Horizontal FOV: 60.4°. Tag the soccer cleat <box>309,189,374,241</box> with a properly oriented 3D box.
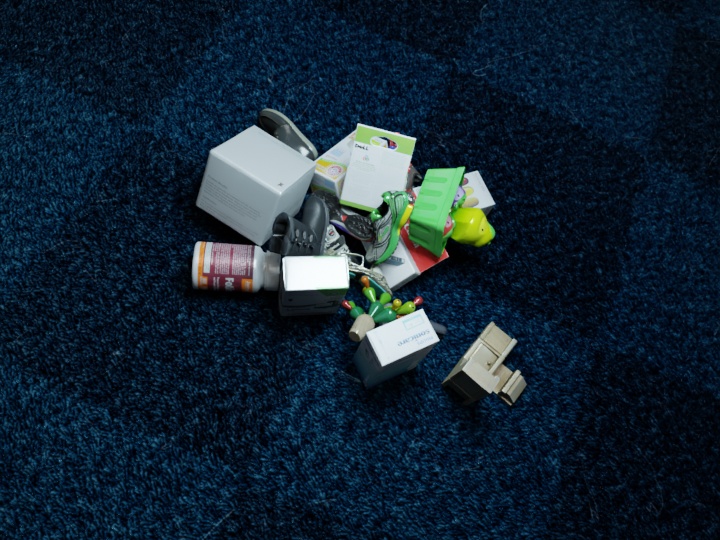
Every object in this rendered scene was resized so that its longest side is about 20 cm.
[{"bbox_3d":[-0.045,-0.133,1.558,0.200,0.073,0.068,33,83,16],"label":"soccer cleat"}]

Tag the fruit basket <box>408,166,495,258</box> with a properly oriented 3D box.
[{"bbox_3d":[0.233,-0.131,1.499,0.215,0.156,0.216,-1,58,2],"label":"fruit basket"}]

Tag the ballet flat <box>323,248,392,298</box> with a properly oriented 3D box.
[{"bbox_3d":[0.000,0.000,1.518,0.199,0.068,0.075,25,65,-7],"label":"ballet flat"}]

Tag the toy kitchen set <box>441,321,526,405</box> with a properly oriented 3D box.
[{"bbox_3d":[0.330,0.230,1.442,0.163,0.181,0.200,40,69,7],"label":"toy kitchen set"}]

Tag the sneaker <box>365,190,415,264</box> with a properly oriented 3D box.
[{"bbox_3d":[0.051,-0.105,1.465,0.085,0.201,0.078,10,28,-23],"label":"sneaker"}]

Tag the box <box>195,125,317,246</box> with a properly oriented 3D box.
[{"bbox_3d":[-0.252,-0.210,1.507,0.199,0.172,0.200,32,39,5],"label":"box"}]

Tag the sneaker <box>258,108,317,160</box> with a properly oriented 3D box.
[{"bbox_3d":[-0.220,-0.346,1.660,0.200,0.075,0.106,41,62,8],"label":"sneaker"}]

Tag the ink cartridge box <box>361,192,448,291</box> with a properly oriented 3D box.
[{"bbox_3d":[0.099,-0.076,1.562,0.176,0.045,0.200,-33,71,20],"label":"ink cartridge box"}]

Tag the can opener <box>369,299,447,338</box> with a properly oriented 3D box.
[{"bbox_3d":[0.117,0.124,1.516,0.199,0.063,0.079,17,63,-2],"label":"can opener"}]

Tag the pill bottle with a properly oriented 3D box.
[{"bbox_3d":[-0.293,-0.005,1.469,0.199,0.114,0.115,4,65,-8],"label":"pill bottle"}]

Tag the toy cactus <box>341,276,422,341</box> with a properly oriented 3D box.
[{"bbox_3d":[0.029,0.094,1.413,0.199,0.103,0.165,8,37,31],"label":"toy cactus"}]

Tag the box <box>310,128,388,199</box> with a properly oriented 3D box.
[{"bbox_3d":[-0.028,-0.267,1.628,0.112,0.102,0.200,32,61,33],"label":"box"}]

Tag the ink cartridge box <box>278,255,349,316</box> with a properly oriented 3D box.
[{"bbox_3d":[-0.113,0.038,1.438,0.145,0.200,0.085,-2,69,-11],"label":"ink cartridge box"}]

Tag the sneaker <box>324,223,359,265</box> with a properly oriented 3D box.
[{"bbox_3d":[-0.077,-0.066,1.555,0.200,0.089,0.074,42,64,8],"label":"sneaker"}]

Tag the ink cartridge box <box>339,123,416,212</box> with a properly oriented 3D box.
[{"bbox_3d":[0.045,-0.245,1.493,0.147,0.201,0.076,15,25,2],"label":"ink cartridge box"}]

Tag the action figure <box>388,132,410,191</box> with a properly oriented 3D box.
[{"bbox_3d":[0.103,-0.272,1.618,0.051,0.065,0.201,-10,57,15],"label":"action figure"}]

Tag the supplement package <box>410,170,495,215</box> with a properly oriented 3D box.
[{"bbox_3d":[0.234,-0.172,1.649,0.199,0.110,0.114,-18,71,-18],"label":"supplement package"}]

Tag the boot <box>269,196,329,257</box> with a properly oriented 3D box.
[{"bbox_3d":[-0.143,-0.107,1.434,0.065,0.200,0.166,-4,84,23],"label":"boot"}]

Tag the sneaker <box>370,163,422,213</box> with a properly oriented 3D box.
[{"bbox_3d":[0.102,-0.213,1.665,0.082,0.077,0.200,39,65,1],"label":"sneaker"}]

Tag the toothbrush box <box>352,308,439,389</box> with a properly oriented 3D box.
[{"bbox_3d":[0.075,0.182,1.406,0.146,0.200,0.085,-21,72,-18],"label":"toothbrush box"}]
